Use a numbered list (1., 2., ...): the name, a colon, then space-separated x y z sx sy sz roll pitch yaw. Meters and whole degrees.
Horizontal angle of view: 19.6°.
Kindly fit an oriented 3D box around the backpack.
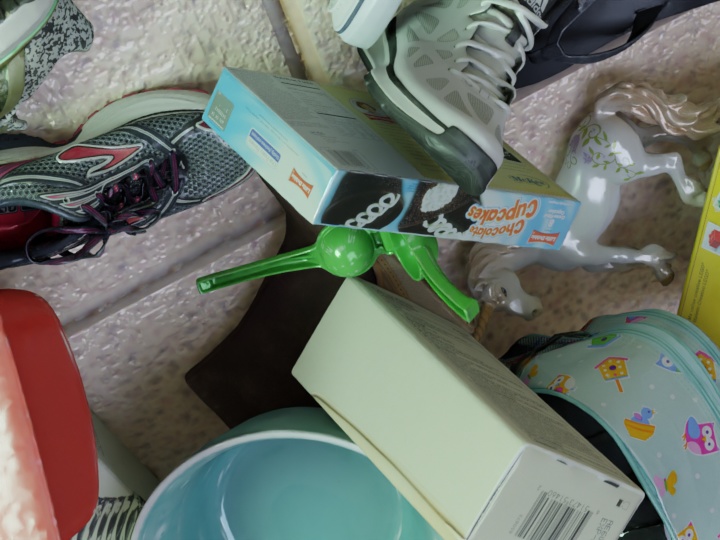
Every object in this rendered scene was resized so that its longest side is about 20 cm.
1. backpack: 0.165 0.115 1.290 0.153 0.200 0.177 -31 97 -18

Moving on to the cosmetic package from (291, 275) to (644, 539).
1. cosmetic package: 0.056 0.090 1.167 0.103 0.200 0.073 26 100 -37

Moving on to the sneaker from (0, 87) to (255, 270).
1. sneaker: -0.147 -0.041 1.167 0.198 0.075 0.081 -18 127 -16

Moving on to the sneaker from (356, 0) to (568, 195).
1. sneaker: 0.064 -0.123 1.133 0.115 0.201 0.076 -43 114 10

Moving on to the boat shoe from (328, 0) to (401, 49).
1. boat shoe: 0.013 -0.223 1.134 0.066 0.074 0.201 18 108 -13

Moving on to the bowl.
1. bowl: -0.034 0.164 1.262 0.199 0.105 0.203 2 112 5

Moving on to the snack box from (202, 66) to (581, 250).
1. snack box: 0.020 -0.062 1.180 0.199 0.116 0.037 5 118 -43

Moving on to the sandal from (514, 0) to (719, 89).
1. sandal: 0.155 -0.165 1.249 0.199 0.043 0.077 -25 129 -8

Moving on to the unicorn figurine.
1. unicorn figurine: 0.146 -0.033 1.327 0.136 0.074 0.202 14 101 -22

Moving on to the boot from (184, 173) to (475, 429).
1. boot: -0.045 0.023 1.266 0.166 0.073 0.200 -35 117 15

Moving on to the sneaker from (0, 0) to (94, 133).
1. sneaker: -0.216 -0.083 1.111 0.200 0.077 0.089 -42 138 9

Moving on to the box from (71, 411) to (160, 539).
1. box: -0.160 0.162 1.304 0.082 0.069 0.200 -37 130 3

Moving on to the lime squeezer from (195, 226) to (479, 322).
1. lime squeezer: 0.000 0.000 1.178 0.038 0.199 0.071 55 53 -40

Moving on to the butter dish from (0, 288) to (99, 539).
1. butter dish: -0.216 0.086 1.163 0.147 0.199 0.201 -24 102 -52

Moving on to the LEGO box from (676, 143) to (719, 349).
1. LEGO box: 0.279 -0.024 1.342 0.149 0.077 0.202 -32 140 -47
